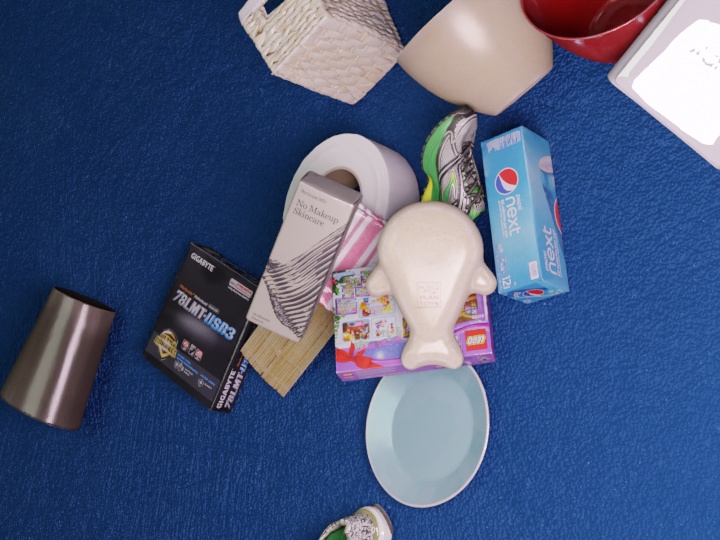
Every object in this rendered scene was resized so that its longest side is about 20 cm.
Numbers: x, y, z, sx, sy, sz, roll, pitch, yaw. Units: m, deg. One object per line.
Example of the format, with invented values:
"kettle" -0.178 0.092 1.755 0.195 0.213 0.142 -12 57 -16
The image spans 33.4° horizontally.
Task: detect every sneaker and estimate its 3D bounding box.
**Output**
"sneaker" 0.128 -0.115 1.508 0.085 0.078 0.201 31 136 33
"sneaker" -0.051 0.372 1.554 0.200 0.088 0.077 -49 51 22

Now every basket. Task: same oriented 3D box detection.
"basket" -0.048 -0.334 1.682 0.135 0.199 0.124 -42 60 26
"basket" -0.498 0.141 2.007 0.180 0.135 0.202 24 91 51

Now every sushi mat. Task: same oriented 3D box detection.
"sushi mat" -0.092 0.084 1.675 0.096 0.012 0.200 45 126 10

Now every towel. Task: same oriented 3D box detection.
"towel" 0.000 0.000 1.571 0.199 0.030 0.147 35 109 -1

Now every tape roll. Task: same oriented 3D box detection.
"tape roll" -0.014 -0.083 1.663 0.201 0.070 0.205 -14 68 39

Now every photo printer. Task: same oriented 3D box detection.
"photo printer" 0.391 -0.235 1.285 0.166 0.069 0.200 39 109 1

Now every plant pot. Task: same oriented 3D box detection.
"plant pot" 0.163 -0.274 1.495 0.200 0.200 0.135 -39 91 28

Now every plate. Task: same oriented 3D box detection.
"plate" 0.088 0.199 1.520 0.199 0.025 0.202 -13 70 39

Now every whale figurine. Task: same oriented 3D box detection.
"whale figurine" 0.086 0.018 1.455 0.157 0.104 0.202 -3 90 6

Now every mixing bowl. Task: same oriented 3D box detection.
"mixing bowl" 0.299 -0.318 1.398 0.199 0.108 0.202 -19 52 26

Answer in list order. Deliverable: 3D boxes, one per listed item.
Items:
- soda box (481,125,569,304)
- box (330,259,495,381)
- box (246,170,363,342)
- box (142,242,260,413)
"soda box" 0.200 -0.068 1.461 0.064 0.068 0.202 -18 66 36
"box" 0.064 0.057 1.507 0.198 0.039 0.138 -8 67 11
"box" -0.072 -0.018 1.534 0.082 0.068 0.201 23 109 3
"box" -0.230 0.085 1.831 0.199 0.049 0.200 31 100 42
